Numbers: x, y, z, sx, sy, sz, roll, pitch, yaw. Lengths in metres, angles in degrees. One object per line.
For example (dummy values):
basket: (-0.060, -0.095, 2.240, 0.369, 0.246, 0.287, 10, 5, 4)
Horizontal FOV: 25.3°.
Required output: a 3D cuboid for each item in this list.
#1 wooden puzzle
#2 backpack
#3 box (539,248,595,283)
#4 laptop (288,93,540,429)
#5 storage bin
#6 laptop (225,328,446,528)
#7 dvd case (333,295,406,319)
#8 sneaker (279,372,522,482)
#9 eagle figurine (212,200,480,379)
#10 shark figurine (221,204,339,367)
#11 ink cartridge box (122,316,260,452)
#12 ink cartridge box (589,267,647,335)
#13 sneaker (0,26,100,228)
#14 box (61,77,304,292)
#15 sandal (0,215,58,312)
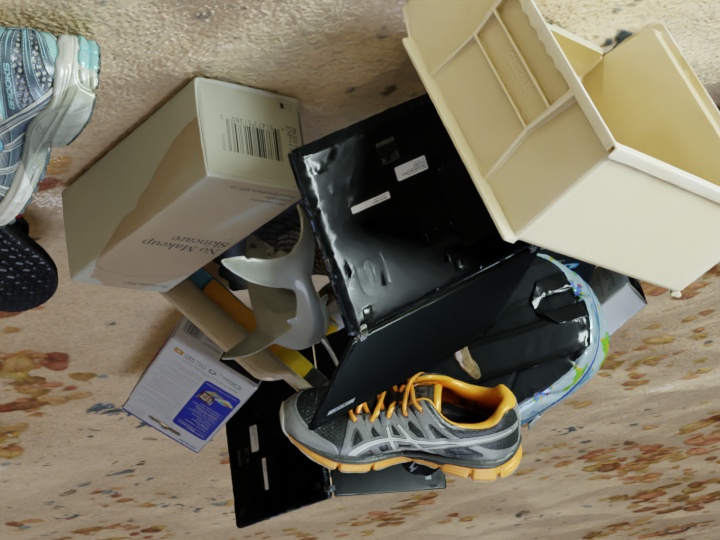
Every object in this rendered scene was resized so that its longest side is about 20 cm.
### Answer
wooden puzzle: (-0.098, 0.048, 1.373, 0.037, 0.185, 0.200, -50, 158, 1)
backpack: (0.114, 0.067, 1.383, 0.200, 0.164, 0.153, -35, 154, 23)
box: (0.112, -0.014, 1.434, 0.198, 0.046, 0.159, -6, 159, -5)
laptop: (0.027, -0.013, 1.117, 0.177, 0.201, 0.103, -26, -166, -32)
storage bin: (0.146, -0.100, 1.030, 0.199, 0.199, 0.094, 15, 132, -46)
laptop: (-0.033, 0.157, 1.638, 0.199, 0.178, 0.103, -24, 154, 33)
dvd case: (0.074, -0.050, 1.172, 0.018, 0.201, 0.142, 32, -174, 41)
sneaker: (0.035, 0.114, 1.284, 0.198, 0.079, 0.078, 4, 136, -4)
eagle figurine: (-0.005, 0.003, 1.294, 0.150, 0.153, 0.199, -13, -157, -42)
shark figurine: (-0.064, 0.035, 1.162, 0.089, 0.129, 0.214, -25, -179, -8)
ink cartridge box: (-0.167, 0.116, 1.597, 0.094, 0.037, 0.200, 32, 145, -7)
ink cartridge box: (0.183, 0.069, 1.520, 0.200, 0.037, 0.095, -41, -167, 15)
sneaker: (-0.245, -0.101, 1.068, 0.086, 0.078, 0.200, 17, 143, -25)
box: (-0.133, -0.058, 1.186, 0.094, 0.078, 0.200, 7, 154, -36)
sandal: (-0.295, -0.032, 1.258, 0.075, 0.045, 0.200, -17, 143, 7)
